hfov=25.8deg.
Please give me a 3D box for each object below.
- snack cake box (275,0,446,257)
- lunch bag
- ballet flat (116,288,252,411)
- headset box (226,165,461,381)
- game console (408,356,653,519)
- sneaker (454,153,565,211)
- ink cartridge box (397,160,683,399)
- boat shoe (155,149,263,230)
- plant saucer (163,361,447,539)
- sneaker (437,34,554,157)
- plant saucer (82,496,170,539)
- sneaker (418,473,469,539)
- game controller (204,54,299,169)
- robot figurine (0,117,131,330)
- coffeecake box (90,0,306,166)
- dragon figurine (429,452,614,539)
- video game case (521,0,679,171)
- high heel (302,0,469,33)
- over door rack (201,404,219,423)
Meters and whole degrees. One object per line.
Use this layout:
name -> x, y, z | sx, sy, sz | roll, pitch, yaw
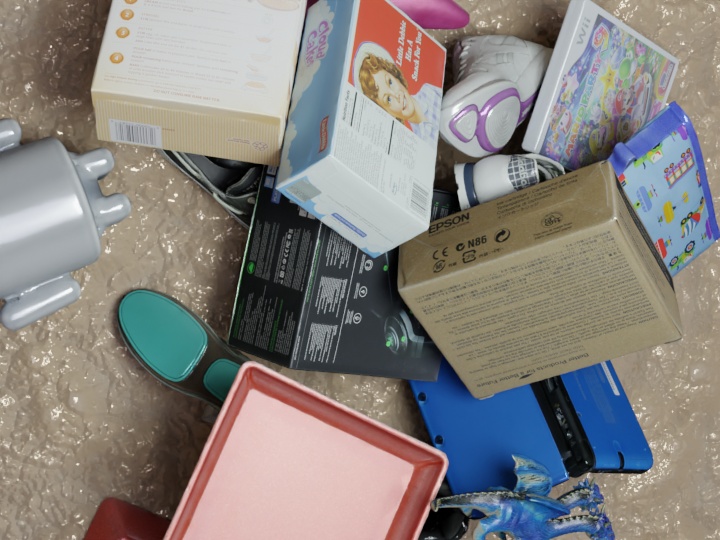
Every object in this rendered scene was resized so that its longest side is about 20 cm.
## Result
snack cake box -> 0.004, -0.128, 1.289 | 0.115, 0.067, 0.201 | 34, 47, -31
lunch bag -> 0.243, -0.055, 1.427 | 0.150, 0.200, 0.094 | -39, 64, -7
ballet flat -> -0.135, 0.089, 1.395 | 0.199, 0.064, 0.068 | 34, 79, 17
headset box -> 0.000, 0.000, 1.395 | 0.199, 0.092, 0.176 | 7, 97, -43
game console -> 0.154, 0.121, 1.473 | 0.170, 0.118, 0.201 | 9, 51, -46
sneaker -> 0.158, -0.066, 1.429 | 0.080, 0.200, 0.077 | -19, 80, 24
ink cartridge box -> 0.153, 0.012, 1.344 | 0.198, 0.076, 0.165 | -18, 134, 20
boat shoe -> -0.101, -0.078, 1.396 | 0.199, 0.064, 0.071 | 33, 87, -20
plant saucer -> -0.053, 0.206, 1.313 | 0.199, 0.037, 0.201 | 26, 81, -13
sneaker -> 0.107, -0.161, 1.406 | 0.200, 0.099, 0.075 | -32, 144, -52
plant saucer -> -0.189, 0.338, 1.445 | 0.198, 0.037, 0.201 | 27, 90, -20
sneaker -> 0.096, 0.206, 1.480 | 0.198, 0.111, 0.078 | -15, 103, -16
game controller -> -0.065, -0.140, 1.360 | 0.199, 0.042, 0.105 | -20, 61, -34
robot figurine -> -0.293, -0.039, 1.311 | 0.198, 0.113, 0.171 | -21, 89, -14
coffeecake box -> -0.126, -0.198, 1.292 | 0.152, 0.073, 0.202 | 8, 61, 0
dragon figurine -> 0.139, 0.198, 1.345 | 0.099, 0.059, 0.200 | -40, 132, 17
video game case -> 0.227, -0.157, 1.464 | 0.199, 0.018, 0.144 | 16, 94, -53
high heel -> -0.003, -0.220, 1.400 | 0.198, 0.067, 0.097 | 14, 84, -15
over door rack -> -0.069, 0.213, 1.390 | 0.198, 0.067, 0.149 | 18, 69, 3
